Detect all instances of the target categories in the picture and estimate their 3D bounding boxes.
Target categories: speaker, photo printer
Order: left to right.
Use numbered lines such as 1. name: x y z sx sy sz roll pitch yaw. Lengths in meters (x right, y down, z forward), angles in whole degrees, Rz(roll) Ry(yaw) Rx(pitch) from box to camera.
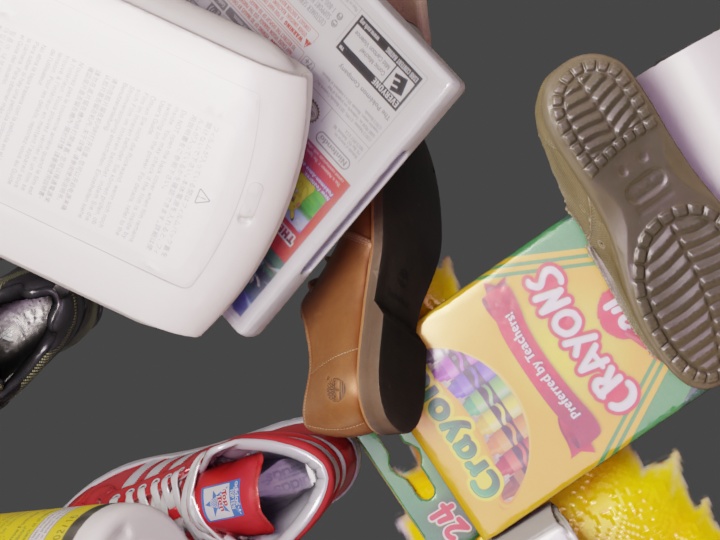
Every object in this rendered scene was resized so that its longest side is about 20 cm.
1. photo printer: -0.130 -0.069 1.548 0.199 0.069 0.167 24 104 5
2. speaker: 0.227 -0.038 1.652 0.081 0.081 0.201 -28 88 4

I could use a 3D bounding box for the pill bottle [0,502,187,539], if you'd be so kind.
1. pill bottle: -0.193 0.189 1.638 0.199 0.111 0.112 -8 89 35

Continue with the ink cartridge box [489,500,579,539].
1. ink cartridge box: 0.065 0.244 1.658 0.199 0.083 0.146 -32 93 3

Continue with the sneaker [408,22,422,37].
1. sneaker: -0.033 -0.063 1.637 0.200 0.075 0.077 -41 45 29

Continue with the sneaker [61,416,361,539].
1. sneaker: -0.098 0.137 1.659 0.199 0.112 0.072 -23 92 6

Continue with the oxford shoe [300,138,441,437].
1. oxford shoe: 0.000 0.000 1.652 0.071 0.071 0.201 -10 54 30

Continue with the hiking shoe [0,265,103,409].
1. hiking shoe: -0.237 0.061 1.676 0.200 0.101 0.076 -43 87 3

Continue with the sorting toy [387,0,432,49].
1. sorting toy: -0.066 -0.175 1.667 0.198 0.037 0.186 -8 108 -3

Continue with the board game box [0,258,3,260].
1. board game box: -0.261 -0.048 1.701 0.199 0.032 0.121 -21 84 13

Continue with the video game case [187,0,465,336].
1. video game case: -0.064 -0.098 1.596 0.182 0.023 0.200 -49 67 16

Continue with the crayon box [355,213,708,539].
1. crayon box: 0.092 0.063 1.677 0.199 0.051 0.127 -36 88 4

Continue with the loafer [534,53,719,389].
1. loafer: 0.156 -0.030 1.620 0.076 0.067 0.201 -27 102 -6
